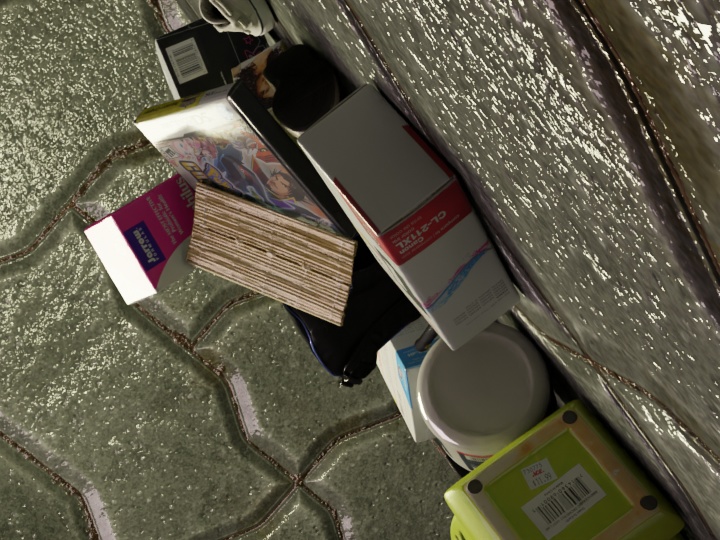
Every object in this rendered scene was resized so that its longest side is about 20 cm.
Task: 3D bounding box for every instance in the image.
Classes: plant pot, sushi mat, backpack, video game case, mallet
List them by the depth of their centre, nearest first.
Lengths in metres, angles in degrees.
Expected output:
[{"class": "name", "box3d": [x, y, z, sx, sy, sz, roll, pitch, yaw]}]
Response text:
[{"class": "plant pot", "box3d": [0.207, 0.262, 1.339, 0.199, 0.199, 0.182, 52, 171, 35]}, {"class": "mallet", "box3d": [0.077, 0.053, 1.388, 0.041, 0.066, 0.200, 51, 153, 10]}, {"class": "video game case", "box3d": [-0.119, -0.101, 1.389, 0.180, 0.026, 0.200, -6, 132, 49]}, {"class": "sushi mat", "box3d": [-0.095, -0.018, 1.404, 0.199, 0.096, 0.012, 21, -157, 21]}, {"class": "backpack", "box3d": [0.000, 0.000, 1.524, 0.154, 0.190, 0.201, 59, 178, 44]}]

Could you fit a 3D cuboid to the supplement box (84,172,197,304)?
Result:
[{"class": "supplement box", "box3d": [-0.194, -0.058, 1.520, 0.102, 0.199, 0.103, 59, 151, -8]}]

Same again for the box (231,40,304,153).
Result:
[{"class": "box", "box3d": [-0.091, -0.162, 1.508, 0.050, 0.075, 0.201, 43, -156, -49]}]

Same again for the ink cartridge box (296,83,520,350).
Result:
[{"class": "ink cartridge box", "box3d": [0.046, -0.042, 1.172, 0.146, 0.083, 0.200, 50, 177, 39]}]

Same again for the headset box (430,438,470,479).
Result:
[{"class": "headset box", "box3d": [0.155, 0.182, 1.718, 0.075, 0.148, 0.200, 54, 178, -19]}]

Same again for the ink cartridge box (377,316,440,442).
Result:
[{"class": "ink cartridge box", "box3d": [0.063, 0.105, 1.677, 0.200, 0.067, 0.116, -119, 17, -56]}]

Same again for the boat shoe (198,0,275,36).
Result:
[{"class": "boat shoe", "box3d": [-0.140, -0.287, 1.440, 0.072, 0.066, 0.200, 52, 178, 3]}]

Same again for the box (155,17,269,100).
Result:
[{"class": "box", "box3d": [-0.158, -0.211, 1.659, 0.115, 0.131, 0.201, -145, 32, -83]}]

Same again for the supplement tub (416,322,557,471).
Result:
[{"class": "supplement tub", "box3d": [0.142, 0.146, 1.461, 0.141, 0.140, 0.200, 52, 178, 21]}]

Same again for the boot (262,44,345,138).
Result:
[{"class": "boot", "box3d": [-0.029, -0.139, 1.378, 0.151, 0.073, 0.200, 55, -179, -29]}]
